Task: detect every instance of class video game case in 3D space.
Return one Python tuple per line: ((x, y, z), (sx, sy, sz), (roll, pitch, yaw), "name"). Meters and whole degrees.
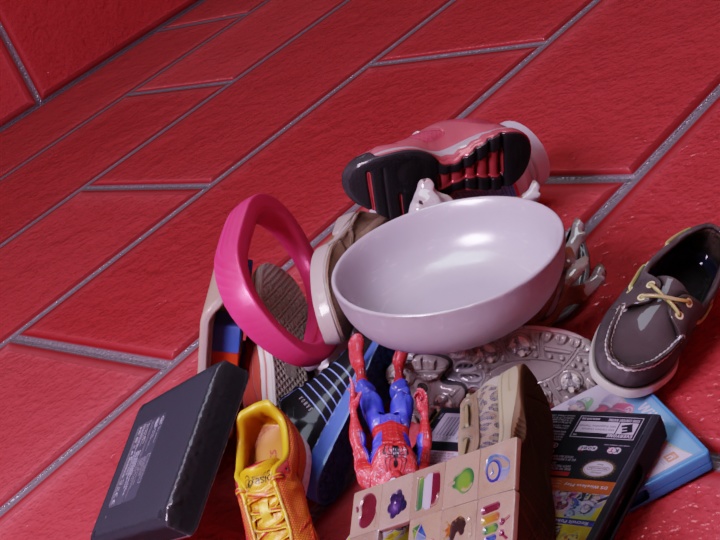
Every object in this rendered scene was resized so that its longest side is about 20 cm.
((0.100, 0.167, 0.899), (0.198, 0.026, 0.181), (-3, 32, 39), "video game case")
((0.146, 0.154, 0.934), (0.198, 0.018, 0.143), (-27, 23, -3), "video game case")

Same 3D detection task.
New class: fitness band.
((-0.075, 0.010, 1.148), (0.037, 0.144, 0.201), (-34, 23, 22), "fitness band")

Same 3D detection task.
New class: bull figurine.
((0.131, -0.024, 1.142), (0.120, 0.066, 0.200), (-32, 56, -12), "bull figurine")

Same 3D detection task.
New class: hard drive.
((-0.165, 0.162, 1.049), (0.199, 0.033, 0.141), (-30, 37, 58), "hard drive")

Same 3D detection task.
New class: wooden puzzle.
((-0.131, 0.079, 1.195), (0.045, 0.203, 0.186), (9, 25, -5), "wooden puzzle")

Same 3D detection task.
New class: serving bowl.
((0.077, 0.012, 1.030), (0.197, 0.067, 0.201), (-13, 27, 7), "serving bowl")

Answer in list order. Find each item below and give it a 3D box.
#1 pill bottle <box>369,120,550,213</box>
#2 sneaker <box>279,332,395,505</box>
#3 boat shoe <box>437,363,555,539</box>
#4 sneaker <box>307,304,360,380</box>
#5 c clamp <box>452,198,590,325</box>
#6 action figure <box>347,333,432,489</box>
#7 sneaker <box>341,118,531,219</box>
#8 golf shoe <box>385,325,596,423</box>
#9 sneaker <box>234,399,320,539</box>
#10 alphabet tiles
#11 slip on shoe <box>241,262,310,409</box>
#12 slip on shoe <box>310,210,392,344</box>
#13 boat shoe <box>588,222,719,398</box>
((0.109, -0.075, 1.329), (0.199, 0.110, 0.108), (-37, 26, -26), "pill bottle")
((-0.027, 0.112, 1.088), (0.077, 0.071, 0.201), (10, 47, 25), "sneaker")
((0.092, 0.143, 0.844), (0.062, 0.074, 0.201), (-23, 20, 23), "boat shoe")
((0.000, 0.074, 1.199), (0.198, 0.075, 0.088), (-16, 36, 36), "sneaker")
((0.136, -0.028, 1.197), (0.198, 0.027, 0.172), (20, 57, 24), "c clamp")
((0.021, 0.115, 0.964), (0.064, 0.052, 0.201), (4, 32, -7), "action figure")
((0.067, -0.106, 1.230), (0.197, 0.075, 0.087), (-13, 30, -19), "sneaker")
((0.120, 0.071, 1.067), (0.197, 0.079, 0.097), (-8, 23, 32), "golf shoe")
((-0.069, 0.192, 0.946), (0.072, 0.077, 0.202), (-26, 48, 10), "sneaker")
((0.037, 0.217, 0.765), (0.166, 0.007, 0.203), (-29, 46, 47), "alphabet tiles")
((-0.086, 0.082, 1.172), (0.061, 0.074, 0.203), (-30, 50, 34), "slip on shoe")
((0.000, 0.000, 1.158), (0.060, 0.077, 0.200), (-11, 21, 15), "slip on shoe")
((0.244, 0.027, 1.002), (0.071, 0.061, 0.201), (29, 42, 18), "boat shoe")
